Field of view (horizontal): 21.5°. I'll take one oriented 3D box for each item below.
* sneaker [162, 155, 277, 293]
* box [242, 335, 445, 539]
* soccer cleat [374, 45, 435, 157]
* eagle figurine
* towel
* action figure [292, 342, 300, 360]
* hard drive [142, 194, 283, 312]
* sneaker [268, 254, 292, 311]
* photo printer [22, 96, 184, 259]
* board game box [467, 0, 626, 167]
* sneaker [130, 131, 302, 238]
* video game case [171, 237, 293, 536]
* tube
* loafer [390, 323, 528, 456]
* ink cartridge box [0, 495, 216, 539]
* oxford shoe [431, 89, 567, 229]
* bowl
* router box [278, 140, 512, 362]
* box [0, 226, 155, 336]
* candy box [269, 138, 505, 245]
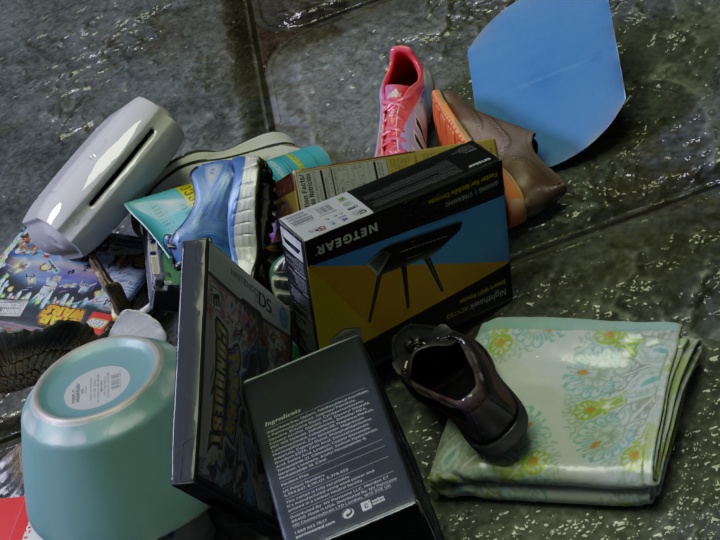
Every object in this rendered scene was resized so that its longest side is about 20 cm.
[{"bbox_3d":[-0.126,-0.001,1.669,0.089,0.079,0.201,2,82,16],"label":"sneaker"},{"bbox_3d":[-0.004,0.179,1.484,0.107,0.149,0.200,-23,39,1],"label":"box"},{"bbox_3d":[0.039,-0.139,1.875,0.066,0.077,0.200,-10,41,18],"label":"soccer cleat"},{"bbox_3d":[-0.272,0.104,1.731,0.200,0.151,0.152,-35,54,-29],"label":"eagle figurine"},{"bbox_3d":[0.168,0.112,1.551,0.199,0.048,0.171,-1,44,27],"label":"towel"},{"bbox_3d":[-0.081,0.098,1.690,0.118,0.055,0.200,-33,44,-8],"label":"action figure"},{"bbox_3d":[-0.101,-0.012,1.768,0.199,0.038,0.140,3,37,-14],"label":"hard drive"},{"bbox_3d":[0.000,0.000,1.711,0.199,0.078,0.080,-8,22,-34],"label":"sneaker"},{"bbox_3d":[-0.247,-0.087,1.821,0.167,0.069,0.200,-51,11,-11],"label":"photo printer"},{"bbox_3d":[0.189,-0.182,1.866,0.158,0.039,0.201,-21,58,25],"label":"board game box"},{"bbox_3d":[-0.119,-0.071,1.861,0.200,0.076,0.115,-26,38,-26],"label":"sneaker"},{"bbox_3d":[-0.100,0.097,1.536,0.025,0.181,0.201,-7,68,19],"label":"video game case"},{"bbox_3d":[-0.116,-0.066,1.769,0.200,0.051,0.077,-22,50,-32],"label":"tube"},{"bbox_3d":[0.072,0.081,1.557,0.072,0.063,0.200,-43,31,-2],"label":"loafer"},{"bbox_3d":[-0.234,0.247,1.590,0.199,0.067,0.116,-7,42,21],"label":"ink cartridge box"},{"bbox_3d":[0.128,-0.114,1.818,0.073,0.071,0.200,-22,46,-12],"label":"oxford shoe"},{"bbox_3d":[-0.201,0.128,1.580,0.200,0.105,0.201,-13,31,8],"label":"bowl"},{"bbox_3d":[0.034,-0.008,1.640,0.200,0.150,0.051,-23,36,-22],"label":"router box"},{"bbox_3d":[-0.289,0.019,1.897,0.199,0.040,0.137,8,50,33],"label":"box"},{"bbox_3d":[0.017,-0.071,1.732,0.199,0.057,0.117,-9,-4,-20],"label":"candy box"}]
